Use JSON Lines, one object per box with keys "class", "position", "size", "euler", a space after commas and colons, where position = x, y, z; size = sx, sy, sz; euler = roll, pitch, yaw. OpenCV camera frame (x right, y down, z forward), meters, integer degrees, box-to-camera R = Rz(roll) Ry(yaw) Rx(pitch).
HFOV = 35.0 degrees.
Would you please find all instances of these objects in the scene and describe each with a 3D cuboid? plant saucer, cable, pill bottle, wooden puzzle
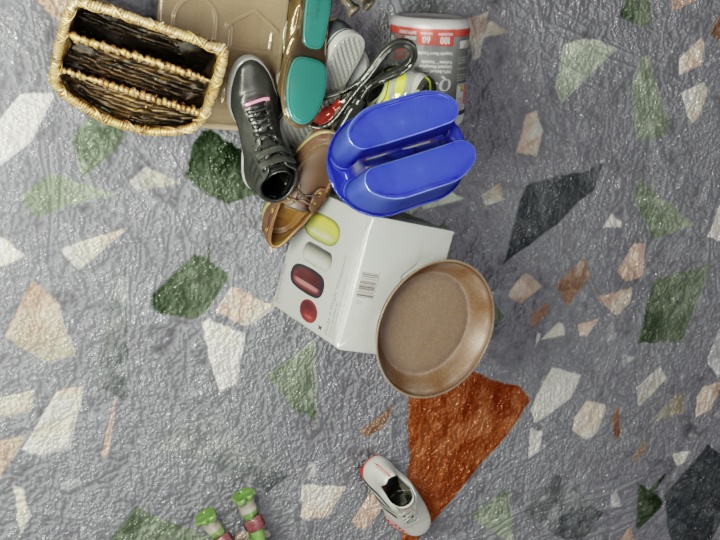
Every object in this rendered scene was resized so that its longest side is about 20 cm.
{"class": "plant saucer", "position": [0.097, 0.077, 1.582], "size": [0.200, 0.037, 0.201], "euler": [-11, 112, -29]}
{"class": "cable", "position": [-0.006, -0.243, 1.557], "size": [0.097, 0.050, 0.200], "euler": [31, 105, -12]}
{"class": "pill bottle", "position": [0.097, -0.269, 1.661], "size": [0.116, 0.116, 0.201], "euler": [-8, 110, -30]}
{"class": "wooden puzzle", "position": [-0.193, -0.290, 1.519], "size": [0.185, 0.046, 0.201], "euler": [0, 101, -33]}

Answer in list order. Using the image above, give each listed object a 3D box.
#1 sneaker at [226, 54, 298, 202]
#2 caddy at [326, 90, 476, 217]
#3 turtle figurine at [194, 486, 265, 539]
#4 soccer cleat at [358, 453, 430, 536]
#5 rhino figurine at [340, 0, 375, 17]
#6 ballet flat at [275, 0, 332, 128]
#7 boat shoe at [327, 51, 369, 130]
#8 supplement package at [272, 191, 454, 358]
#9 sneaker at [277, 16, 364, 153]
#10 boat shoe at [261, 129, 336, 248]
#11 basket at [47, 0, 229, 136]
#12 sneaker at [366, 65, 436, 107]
{"class": "sneaker", "position": [-0.123, -0.180, 1.500], "size": [0.071, 0.099, 0.201], "euler": [-17, 124, -21]}
{"class": "caddy", "position": [0.054, -0.153, 1.507], "size": [0.199, 0.105, 0.142], "euler": [-18, 84, -17]}
{"class": "turtle figurine", "position": [-0.160, 0.440, 1.705], "size": [0.194, 0.144, 0.200], "euler": [63, 26, -12]}
{"class": "soccer cleat", "position": [0.068, 0.382, 1.880], "size": [0.069, 0.085, 0.200], "euler": [-41, 123, -14]}
{"class": "rhino figurine", "position": [-0.005, -0.398, 1.534], "size": [0.060, 0.200, 0.088], "euler": [-38, 95, 23]}
{"class": "ballet flat", "position": [-0.082, -0.284, 1.517], "size": [0.068, 0.072, 0.201], "euler": [8, 85, -34]}
{"class": "boat shoe", "position": [-0.019, -0.218, 1.638], "size": [0.066, 0.072, 0.201], "euler": [6, 90, -64]}
{"class": "supplement package", "position": [0.000, 0.000, 1.639], "size": [0.147, 0.200, 0.192], "euler": [10, 100, -34]}
{"class": "sneaker", "position": [-0.070, -0.261, 1.588], "size": [0.078, 0.079, 0.200], "euler": [11, 120, -49]}
{"class": "boat shoe", "position": [-0.077, -0.107, 1.575], "size": [0.072, 0.068, 0.200], "euler": [22, 130, -19]}
{"class": "basket", "position": [-0.273, -0.238, 1.384], "size": [0.199, 0.149, 0.143], "euler": [17, 98, -14]}
{"class": "sneaker", "position": [0.036, -0.195, 1.614], "size": [0.075, 0.076, 0.200], "euler": [-6, 127, -60]}
